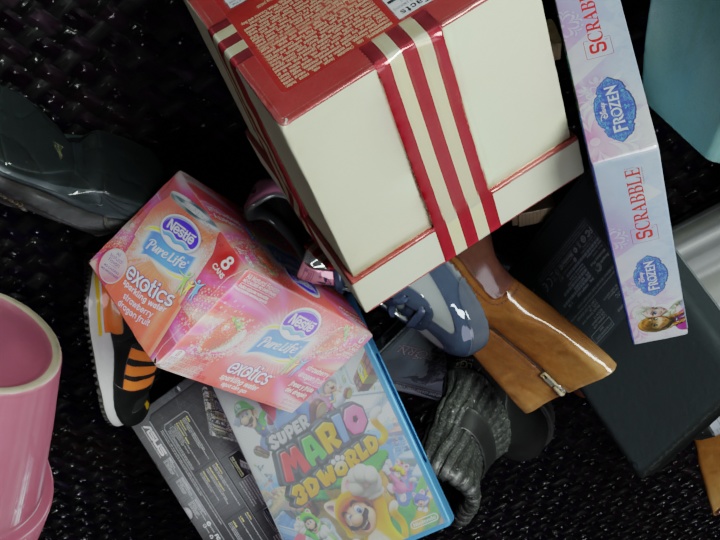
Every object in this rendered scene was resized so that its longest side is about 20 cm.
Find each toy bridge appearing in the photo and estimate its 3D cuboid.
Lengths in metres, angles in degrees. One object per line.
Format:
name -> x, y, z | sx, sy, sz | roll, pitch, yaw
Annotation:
toy bridge -> 0.113, -0.103, 0.887 | 0.066, 0.027, 0.201 | -12, 143, -1

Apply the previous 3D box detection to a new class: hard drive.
hard drive -> 0.204, 0.039, 0.919 | 0.033, 0.201, 0.140 | -11, 148, -37

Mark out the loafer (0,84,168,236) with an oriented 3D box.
loafer -> -0.226, -0.067, 0.797 | 0.199, 0.074, 0.072 | 24, 133, -37

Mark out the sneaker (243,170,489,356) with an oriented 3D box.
sneaker -> 0.000, 0.000, 0.842 | 0.082, 0.200, 0.070 | -39, 165, -33

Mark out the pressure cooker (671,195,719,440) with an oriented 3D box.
pressure cooker -> 0.325, 0.027, 0.986 | 0.198, 0.180, 0.176 | -28, -179, 14

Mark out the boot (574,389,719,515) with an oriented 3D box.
boot -> 0.300, 0.136, 1.101 | 0.186, 0.202, 0.069 | -21, 142, 10

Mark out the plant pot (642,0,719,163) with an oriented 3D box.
plant pot -> 0.263, -0.166, 0.713 | 0.140, 0.142, 0.202 | 6, 120, -24

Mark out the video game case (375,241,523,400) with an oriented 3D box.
video game case -> 0.102, 0.054, 1.090 | 0.142, 0.019, 0.200 | 16, 132, -33

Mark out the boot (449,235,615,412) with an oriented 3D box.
boot -> 0.109, 0.013, 0.882 | 0.200, 0.069, 0.188 | 44, 139, -3

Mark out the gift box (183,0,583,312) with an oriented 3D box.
gift box -> 0.016, -0.118, 0.723 | 0.183, 0.201, 0.188 | -28, 138, -2

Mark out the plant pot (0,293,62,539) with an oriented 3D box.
plant pot -> -0.318, 0.120, 0.919 | 0.198, 0.201, 0.180 | 13, 120, -30

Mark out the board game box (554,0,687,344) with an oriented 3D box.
board game box -> 0.166, -0.089, 0.780 | 0.041, 0.201, 0.201 | -12, 143, 12

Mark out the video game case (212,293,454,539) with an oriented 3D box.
video game case -> -0.028, 0.139, 0.976 | 0.142, 0.202, 0.018 | -25, 179, 17

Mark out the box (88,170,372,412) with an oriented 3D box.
box -> -0.088, 0.023, 0.871 | 0.095, 0.103, 0.200 | -43, 151, 9

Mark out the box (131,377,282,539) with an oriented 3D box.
box -> -0.090, 0.170, 1.044 | 0.158, 0.201, 0.048 | -36, 177, 24

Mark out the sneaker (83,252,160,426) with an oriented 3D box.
sneaker -> -0.172, 0.061, 0.972 | 0.089, 0.071, 0.201 | -5, 140, -6

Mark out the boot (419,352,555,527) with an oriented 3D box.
boot -> 0.108, 0.163, 1.076 | 0.079, 0.159, 0.211 | -2, 146, 29
